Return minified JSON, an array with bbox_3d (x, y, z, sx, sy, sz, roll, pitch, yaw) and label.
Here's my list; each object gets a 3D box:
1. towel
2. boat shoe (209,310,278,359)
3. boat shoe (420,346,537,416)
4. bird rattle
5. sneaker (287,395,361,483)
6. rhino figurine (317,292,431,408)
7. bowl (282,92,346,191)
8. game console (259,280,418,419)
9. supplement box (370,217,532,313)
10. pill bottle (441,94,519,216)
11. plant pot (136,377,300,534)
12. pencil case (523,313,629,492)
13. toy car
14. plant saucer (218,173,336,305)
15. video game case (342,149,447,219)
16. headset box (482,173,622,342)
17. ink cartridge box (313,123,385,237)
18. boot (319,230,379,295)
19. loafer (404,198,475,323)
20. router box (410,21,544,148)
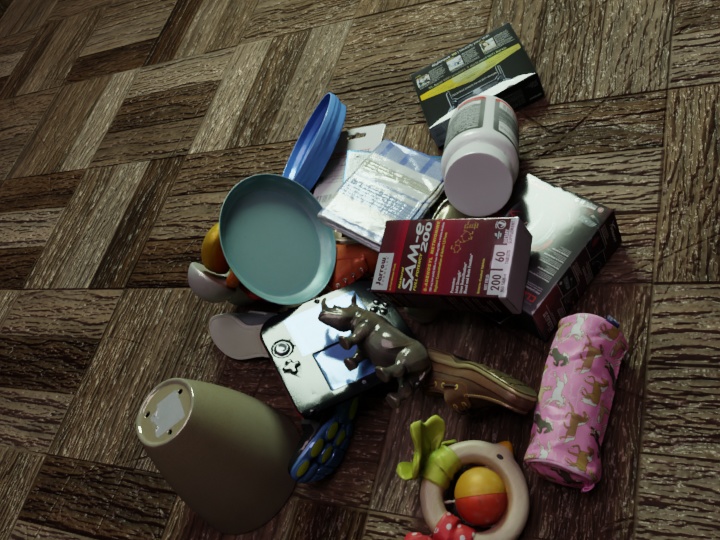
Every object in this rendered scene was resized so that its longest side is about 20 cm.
[{"bbox_3d":[0.043,-0.115,1.132,0.145,0.024,0.201,25,58,22],"label":"towel"},{"bbox_3d":[-0.166,0.101,1.193,0.197,0.075,0.061,1,14,40],"label":"boat shoe"},{"bbox_3d":[0.143,0.151,0.929,0.199,0.071,0.069,13,83,60],"label":"boat shoe"},{"bbox_3d":[0.116,0.271,0.857,0.159,0.114,0.203,-10,54,5],"label":"bird rattle"},{"bbox_3d":[-0.054,0.202,1.032,0.081,0.071,0.202,-2,50,31],"label":"sneaker"},{"bbox_3d":[0.013,0.093,0.990,0.087,0.061,0.199,-28,49,-31],"label":"rhino figurine"},{"bbox_3d":[-0.084,-0.213,1.305,0.202,0.039,0.202,-55,18,28],"label":"bowl"},{"bbox_3d":[-0.029,0.103,1.039,0.197,0.031,0.178,-22,44,-16],"label":"game console"},{"bbox_3d":[0.118,-0.008,0.973,0.196,0.061,0.111,1,68,34],"label":"supplement box"},{"bbox_3d":[0.176,-0.168,1.083,0.112,0.115,0.201,-15,28,21],"label":"pill bottle"},{"bbox_3d":[-0.206,0.233,1.009,0.184,0.201,0.190,-16,50,20],"label":"plant pot"},{"bbox_3d":[0.254,0.152,0.865,0.086,0.083,0.203,-6,53,47],"label":"pencil case"},{"bbox_3d":[-0.163,-0.014,1.180,0.148,0.200,0.177,32,94,19],"label":"toy car"},{"bbox_3d":[-0.125,-0.044,1.102,0.027,0.198,0.204,-28,39,51],"label":"plant saucer"},{"bbox_3d":[0.069,-0.124,1.168,0.195,0.018,0.146,5,57,4],"label":"video game case"},{"bbox_3d":[0.232,-0.013,1.003,0.201,0.075,0.148,-49,47,-9],"label":"headset box"},{"bbox_3d":[-0.011,-0.145,1.256,0.114,0.068,0.203,-4,56,29],"label":"ink cartridge box"},{"bbox_3d":[0.000,0.000,1.150,0.197,0.075,0.109,3,67,38],"label":"boot"},{"bbox_3d":[0.122,-0.022,1.069,0.074,0.068,0.204,20,74,1],"label":"loafer"},{"bbox_3d":[0.195,-0.318,1.265,0.197,0.052,0.159,-25,47,14],"label":"router box"}]
